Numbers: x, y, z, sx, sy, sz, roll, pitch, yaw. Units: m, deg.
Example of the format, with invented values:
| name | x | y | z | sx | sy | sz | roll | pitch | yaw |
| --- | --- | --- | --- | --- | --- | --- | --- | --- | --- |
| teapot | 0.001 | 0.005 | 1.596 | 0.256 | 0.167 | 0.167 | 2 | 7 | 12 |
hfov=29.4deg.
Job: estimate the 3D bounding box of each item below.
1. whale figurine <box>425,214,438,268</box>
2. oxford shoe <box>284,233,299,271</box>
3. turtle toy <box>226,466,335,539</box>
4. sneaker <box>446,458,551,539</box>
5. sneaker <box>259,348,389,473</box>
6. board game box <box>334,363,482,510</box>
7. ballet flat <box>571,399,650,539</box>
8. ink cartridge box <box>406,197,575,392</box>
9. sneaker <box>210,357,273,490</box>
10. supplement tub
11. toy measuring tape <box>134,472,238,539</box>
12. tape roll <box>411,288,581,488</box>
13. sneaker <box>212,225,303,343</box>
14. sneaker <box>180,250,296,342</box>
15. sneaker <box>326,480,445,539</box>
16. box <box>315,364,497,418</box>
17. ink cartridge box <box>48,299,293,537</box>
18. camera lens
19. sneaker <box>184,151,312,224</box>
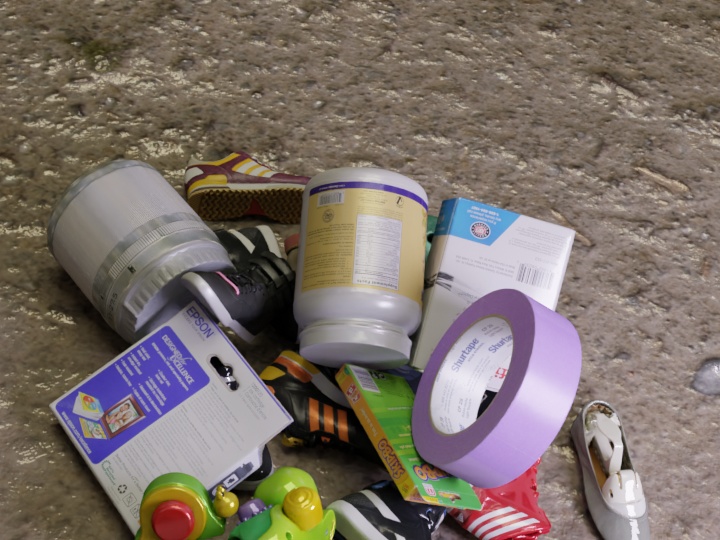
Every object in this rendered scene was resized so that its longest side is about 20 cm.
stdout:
| name | x | y | z | sx | sy | sz | roll | pitch | yaw |
| --- | --- | --- | --- | --- | --- | --- | --- | --- | --- |
| whale figurine | 0.040 | -0.009 | 1.646 | 0.200 | 0.104 | 0.159 | 0 | 57 | -15 |
| oxford shoe | -0.003 | 0.007 | 1.724 | 0.200 | 0.070 | 0.075 | 8 | 64 | -21 |
| turtle toy | -0.084 | 0.280 | 1.373 | 0.101 | 0.146 | 0.200 | 6 | 39 | 21 |
| sneaker | 0.179 | 0.241 | 1.544 | 0.116 | 0.078 | 0.200 | 45 | 54 | 10 |
| sneaker | -0.040 | 0.179 | 1.539 | 0.200 | 0.070 | 0.090 | 38 | 66 | 18 |
| board game box | 0.051 | 0.183 | 1.471 | 0.095 | 0.030 | 0.200 | 17 | 27 | -42 |
| ballet flat | 0.289 | 0.233 | 1.575 | 0.067 | 0.064 | 0.200 | 2 | 45 | -15 |
| ink cartridge box | 0.144 | 0.031 | 1.571 | 0.146 | 0.200 | 0.086 | 15 | -1 | -10 |
| sneaker | -0.154 | 0.149 | 1.509 | 0.076 | 0.088 | 0.200 | -13 | 52 | -30 |
| supplement tub | 0.000 | 0.000 | 1.534 | 0.145 | 0.145 | 0.200 | 7 | 72 | -10 |
| toy measuring tape | -0.219 | 0.244 | 1.351 | 0.200 | 0.074 | 0.074 | -15 | 46 | 3 |
| tape roll | 0.138 | 0.121 | 1.424 | 0.066 | 0.200 | 0.200 | 30 | 38 | -23 |
| sneaker | -0.140 | 0.025 | 1.660 | 0.112 | 0.073 | 0.200 | -8 | 40 | -20 |
| sneaker | -0.129 | 0.013 | 1.520 | 0.099 | 0.200 | 0.071 | -45 | 71 | -1 |
| sneaker | 0.067 | 0.291 | 1.428 | 0.112 | 0.073 | 0.200 | -26 | 56 | -35 |
| box | 0.066 | 0.125 | 1.632 | 0.200 | 0.044 | 0.160 | 34 | 45 | 17 |
| ink cartridge box | -0.198 | 0.159 | 1.457 | 0.200 | 0.043 | 0.198 | -37 | 60 | -8 |
| camera lens | -0.256 | -0.019 | 1.597 | 0.160 | 0.160 | 0.200 | -23 | 56 | -35 |
| sneaker | -0.130 | -0.117 | 1.800 | 0.200 | 0.075 | 0.090 | 3 | 50 | -16 |
